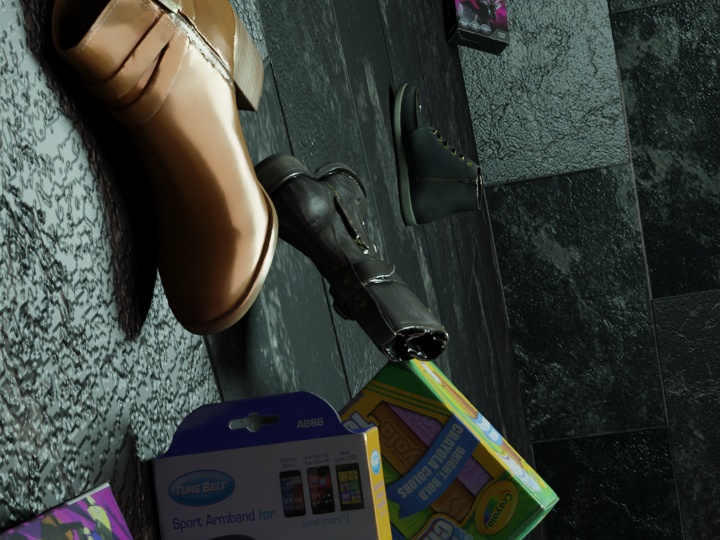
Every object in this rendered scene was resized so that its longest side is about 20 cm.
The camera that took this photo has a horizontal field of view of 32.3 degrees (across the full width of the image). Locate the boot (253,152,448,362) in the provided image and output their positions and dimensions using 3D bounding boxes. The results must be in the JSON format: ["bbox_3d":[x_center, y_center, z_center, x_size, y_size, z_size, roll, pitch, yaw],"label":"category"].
[{"bbox_3d":[0.000,0.000,0.913,0.174,0.069,0.200,48,15,14],"label":"boot"}]

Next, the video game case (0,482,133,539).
[{"bbox_3d":[-0.095,0.186,0.435,0.200,0.036,0.181,64,11,5],"label":"video game case"}]

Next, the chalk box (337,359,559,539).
[{"bbox_3d":[0.064,0.174,0.926,0.200,0.124,0.125,45,4,13],"label":"chalk box"}]

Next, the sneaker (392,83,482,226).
[{"bbox_3d":[0.104,-0.159,1.649,0.075,0.106,0.200,48,35,-70],"label":"sneaker"}]

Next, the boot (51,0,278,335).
[{"bbox_3d":[-0.109,-0.077,0.661,0.155,0.074,0.200,44,39,-60],"label":"boot"}]

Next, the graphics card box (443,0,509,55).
[{"bbox_3d":[0.234,-0.544,2.548,0.051,0.125,0.200,134,-38,-52],"label":"graphics card box"}]

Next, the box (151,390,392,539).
[{"bbox_3d":[-0.041,0.166,0.656,0.041,0.119,0.200,20,63,-77],"label":"box"}]
